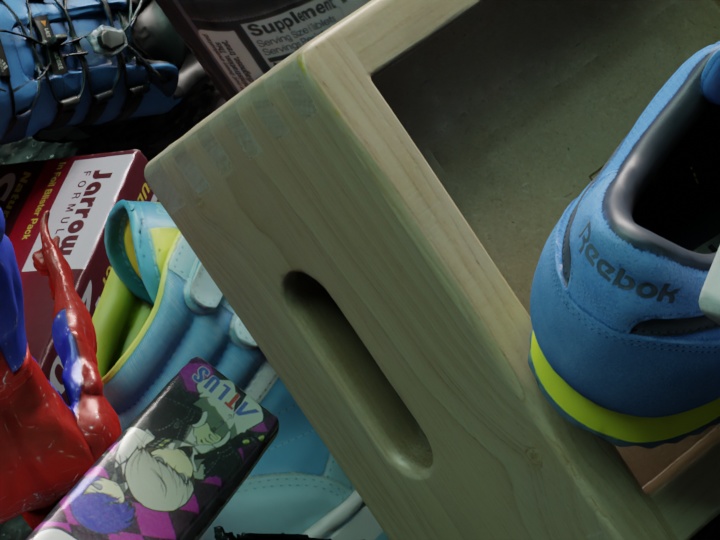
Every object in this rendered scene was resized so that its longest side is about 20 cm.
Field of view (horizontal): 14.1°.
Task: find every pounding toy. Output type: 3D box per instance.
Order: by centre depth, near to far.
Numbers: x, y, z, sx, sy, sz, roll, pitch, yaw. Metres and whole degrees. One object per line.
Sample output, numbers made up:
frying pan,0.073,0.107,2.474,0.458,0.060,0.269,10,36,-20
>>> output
pounding toy,0.051,0.015,0.802,0.184,0.200,0.142,-36,3,-31

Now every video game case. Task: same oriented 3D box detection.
video game case,-0.116,0.134,0.784,0.181,0.036,0.200,-49,-2,-44

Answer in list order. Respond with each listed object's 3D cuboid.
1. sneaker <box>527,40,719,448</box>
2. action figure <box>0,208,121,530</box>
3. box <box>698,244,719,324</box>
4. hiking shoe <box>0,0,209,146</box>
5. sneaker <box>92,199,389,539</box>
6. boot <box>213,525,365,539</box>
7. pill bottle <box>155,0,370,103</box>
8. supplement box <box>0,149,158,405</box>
sneaker,0.117,-0.039,0.716,0.066,0.079,0.200,37,57,19
action figure,-0.115,-0.002,0.795,0.065,0.200,0.099,-22,50,-5
box,0.196,-0.017,0.686,0.106,0.200,0.153,16,81,43
hiking shoe,-0.109,-0.083,1.021,0.087,0.075,0.200,-17,3,18
sneaker,0.000,0.000,0.879,0.200,0.131,0.080,-44,16,-11
boot,0.023,0.156,0.699,0.200,0.076,0.169,12,98,47
pill bottle,-0.005,-0.092,0.928,0.106,0.200,0.106,-19,42,18
supplement box,-0.162,0.023,1.033,0.200,0.061,0.109,-5,48,30
